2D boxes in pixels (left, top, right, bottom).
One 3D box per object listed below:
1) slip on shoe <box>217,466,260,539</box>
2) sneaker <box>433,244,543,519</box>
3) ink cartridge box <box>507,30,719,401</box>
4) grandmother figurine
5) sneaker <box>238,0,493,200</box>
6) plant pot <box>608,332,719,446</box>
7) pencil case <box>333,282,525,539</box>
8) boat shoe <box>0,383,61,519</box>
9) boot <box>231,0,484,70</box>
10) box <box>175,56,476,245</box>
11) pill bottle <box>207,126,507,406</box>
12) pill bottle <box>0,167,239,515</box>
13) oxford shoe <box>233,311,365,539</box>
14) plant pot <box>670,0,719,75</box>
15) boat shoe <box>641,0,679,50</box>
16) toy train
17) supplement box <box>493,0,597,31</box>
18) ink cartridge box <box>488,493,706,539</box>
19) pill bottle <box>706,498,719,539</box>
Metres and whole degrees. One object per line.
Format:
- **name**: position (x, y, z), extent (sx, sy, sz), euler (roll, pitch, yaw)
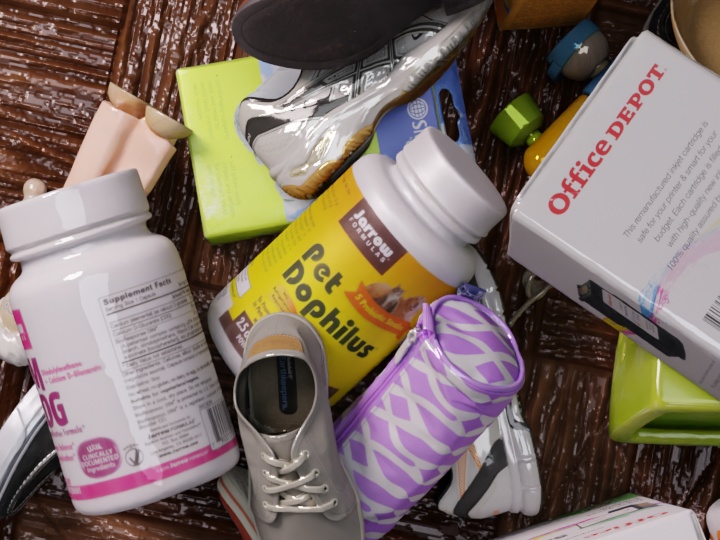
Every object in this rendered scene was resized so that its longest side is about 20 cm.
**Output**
- **slip on shoe**: position (-0.051, 0.228, 1.273), extent (0.061, 0.074, 0.201), euler (-28, 87, 13)
- **sneaker**: position (0.070, 0.075, 1.286), extent (0.079, 0.074, 0.202), euler (-11, 85, 1)
- **ink cartridge box**: position (0.206, -0.023, 1.114), extent (0.199, 0.083, 0.146), euler (35, 78, 12)
- **grandmother figurine**: position (-0.195, -0.027, 1.279), extent (0.121, 0.060, 0.201), euler (31, 92, 42)
- **sneaker**: position (0.002, -0.142, 1.251), extent (0.200, 0.076, 0.088), euler (-43, 84, -8)
- **plant pot**: position (0.272, 0.018, 1.242), extent (0.197, 0.200, 0.183), euler (2, 80, -1)
- **pencil case**: position (0.026, 0.103, 1.229), extent (0.085, 0.084, 0.200), euler (15, 129, -30)
- **boat shoe**: position (-0.186, 0.097, 1.272), extent (0.071, 0.072, 0.201), euler (37, 83, 5)
- **boot**: position (0.001, -0.227, 1.254), extent (0.187, 0.201, 0.069), euler (-24, 126, 12)
- **box**: position (-0.021, -0.095, 1.307), extent (0.198, 0.048, 0.123), euler (-11, 87, -3)
- **pill bottle**: position (0.000, 0.000, 1.243), extent (0.200, 0.109, 0.109), euler (-43, 88, 15)
- **pill bottle**: position (-0.158, 0.044, 1.196), extent (0.112, 0.113, 0.202), euler (-17, 93, -4)
- **oxford shoe**: position (-0.042, 0.128, 1.193), extent (0.074, 0.058, 0.202), euler (-6, 103, 9)
- **plant pot**: position (0.288, -0.134, 1.204), extent (0.198, 0.028, 0.201), euler (11, 45, -11)
- **boat shoe**: position (0.280, -0.205, 1.301), extent (0.199, 0.060, 0.074), euler (-30, 75, -17)
- **toy train**: position (0.133, -0.073, 1.300), extent (0.200, 0.085, 0.116), euler (-45, 79, -5)
- **supplement box**: position (0.126, -0.209, 1.246), extent (0.068, 0.200, 0.067), euler (-9, 86, 0)
- **ink cartridge box**: position (0.142, 0.209, 1.215), extent (0.143, 0.200, 0.085), euler (-18, 87, -4)
- **pill bottle**: position (0.317, 0.238, 1.266), extent (0.112, 0.113, 0.202), euler (-19, 88, -4)
